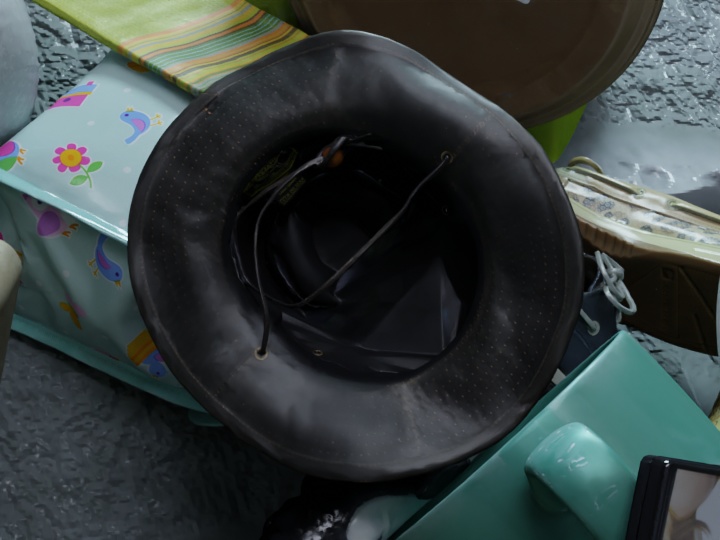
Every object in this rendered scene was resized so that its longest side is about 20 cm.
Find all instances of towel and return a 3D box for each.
[{"bbox_3d":[-0.109,-0.136,1.171,0.200,0.018,0.086,31,37,31],"label":"towel"}]

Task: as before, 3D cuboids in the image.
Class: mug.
[{"bbox_3d":[0.094,0.122,1.004,0.114,0.152,0.185,48,24,3],"label":"mug"}]

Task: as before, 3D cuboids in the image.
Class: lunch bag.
[{"bbox_3d":[-0.065,-0.019,1.138,0.199,0.122,0.170,23,46,18],"label":"lunch bag"}]

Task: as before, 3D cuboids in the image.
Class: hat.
[{"bbox_3d":[0.000,0.000,1.019,0.200,0.081,0.202,-1,80,6],"label":"hat"}]

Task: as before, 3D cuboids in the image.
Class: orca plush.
[{"bbox_3d":[-0.019,0.101,1.044,0.200,0.105,0.071,-41,87,-10],"label":"orca plush"}]

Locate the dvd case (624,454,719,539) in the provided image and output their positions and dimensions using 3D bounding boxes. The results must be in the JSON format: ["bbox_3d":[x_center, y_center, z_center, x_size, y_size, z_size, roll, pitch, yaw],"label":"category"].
[{"bbox_3d":[0.145,0.180,0.933,0.142,0.201,0.018,12,-1,-42],"label":"dvd case"}]

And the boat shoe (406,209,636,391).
[{"bbox_3d":[0.094,0.011,1.116,0.200,0.062,0.075,42,7,-24],"label":"boat shoe"}]

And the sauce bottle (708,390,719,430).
[{"bbox_3d":[0.216,0.061,1.165,0.064,0.065,0.200,23,45,9],"label":"sauce bottle"}]

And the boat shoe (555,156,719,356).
[{"bbox_3d":[0.132,-0.012,1.197,0.199,0.074,0.063,23,39,27],"label":"boat shoe"}]

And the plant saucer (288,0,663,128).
[{"bbox_3d":[0.052,-0.156,1.130,0.199,0.201,0.029,18,29,5],"label":"plant saucer"}]

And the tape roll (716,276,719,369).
[{"bbox_3d":[0.278,0.020,1.053,0.139,0.203,0.203,10,42,-32],"label":"tape roll"}]

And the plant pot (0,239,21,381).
[{"bbox_3d":[-0.251,0.057,0.985,0.199,0.200,0.177,25,36,12],"label":"plant pot"}]

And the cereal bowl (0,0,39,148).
[{"bbox_3d":[-0.242,-0.072,1.092,0.199,0.200,0.083,-11,53,-22],"label":"cereal bowl"}]

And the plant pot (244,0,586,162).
[{"bbox_3d":[0.037,-0.191,1.241,0.198,0.182,0.200,9,36,12],"label":"plant pot"}]
